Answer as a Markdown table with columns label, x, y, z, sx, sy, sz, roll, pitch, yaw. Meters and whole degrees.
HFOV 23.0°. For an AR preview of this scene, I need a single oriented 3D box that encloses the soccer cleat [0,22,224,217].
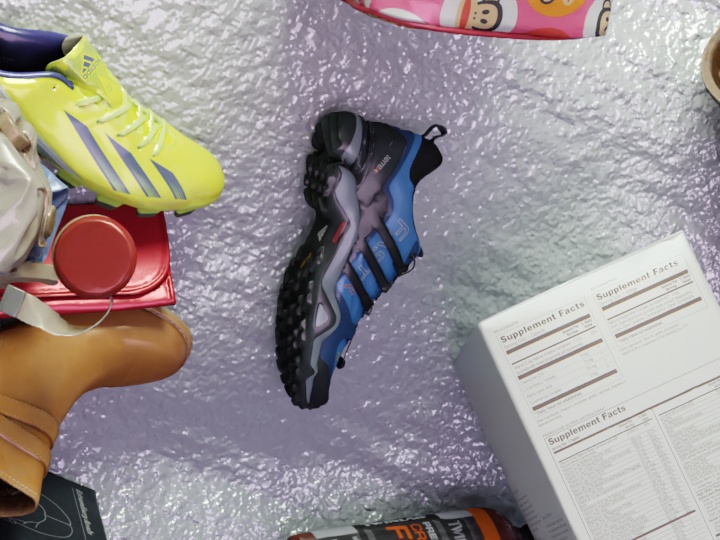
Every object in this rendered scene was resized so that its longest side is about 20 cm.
| label | x | y | z | sx | sy | sz | roll | pitch | yaw |
| --- | --- | --- | --- | --- | --- | --- | --- | --- | --- |
| soccer cleat | -0.164 | -0.096 | 1.069 | 0.199 | 0.065 | 0.084 | 24 | 118 | -21 |

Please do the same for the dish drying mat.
| label | x | y | z | sx | sy | sz | roll | pitch | yaw |
| --- | --- | --- | --- | --- | --- | --- | --- | --- | --- |
| dish drying mat | -0.215 | -0.006 | 1.090 | 0.198 | 0.077 | 0.018 | -3 | 149 | -15 |

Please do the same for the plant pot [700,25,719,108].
| label | x | y | z | sx | sy | sz | roll | pitch | yaw |
| --- | --- | --- | --- | --- | --- | --- | --- | --- | --- |
| plant pot | 0.342 | -0.069 | 1.180 | 0.199 | 0.200 | 0.199 | -24 | 122 | -7 |

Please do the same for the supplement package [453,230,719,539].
| label | x | y | z | sx | sy | sz | roll | pitch | yaw |
| --- | --- | --- | --- | --- | --- | --- | --- | --- | --- |
| supplement package | 0.174 | 0.108 | 1.160 | 0.150 | 0.152 | 0.201 | -23 | 80 | -8 |

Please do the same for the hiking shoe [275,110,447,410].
| label | x | y | z | sx | sy | sz | roll | pitch | yaw |
| --- | --- | --- | --- | --- | --- | --- | --- | --- | --- |
| hiking shoe | 0.000 | 0.000 | 1.154 | 0.086 | 0.074 | 0.202 | 8 | 107 | -19 |

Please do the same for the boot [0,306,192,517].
| label | x | y | z | sx | sy | sz | roll | pitch | yaw |
| --- | --- | --- | --- | --- | --- | --- | --- | --- | --- |
| boot | -0.194 | 0.078 | 1.071 | 0.198 | 0.156 | 0.077 | 10 | 125 | -20 |

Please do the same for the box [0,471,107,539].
| label | x | y | z | sx | sy | sz | roll | pitch | yaw |
| --- | --- | --- | --- | --- | --- | --- | --- | --- | --- |
| box | -0.263 | 0.177 | 1.097 | 0.199 | 0.149 | 0.108 | 26 | 101 | -23 |

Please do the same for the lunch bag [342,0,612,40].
| label | x | y | z | sx | sy | sz | roll | pitch | yaw |
| --- | --- | --- | --- | --- | --- | --- | --- | --- | --- |
| lunch bag | 0.066 | -0.187 | 1.037 | 0.175 | 0.200 | 0.083 | 4 | 110 | -21 |

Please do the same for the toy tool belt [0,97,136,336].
| label | x | y | z | sx | sy | sz | roll | pitch | yaw |
| --- | --- | --- | --- | --- | --- | --- | --- | --- | --- |
| toy tool belt | -0.222 | -0.036 | 1.026 | 0.199 | 0.123 | 0.126 | 23 | 84 | -5 |

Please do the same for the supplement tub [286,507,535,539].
| label | x | y | z | sx | sy | sz | roll | pitch | yaw |
| --- | --- | --- | --- | --- | --- | --- | --- | --- | --- |
| supplement tub | 0.048 | 0.223 | 1.235 | 0.198 | 0.107 | 0.108 | -7 | 111 | -16 |
